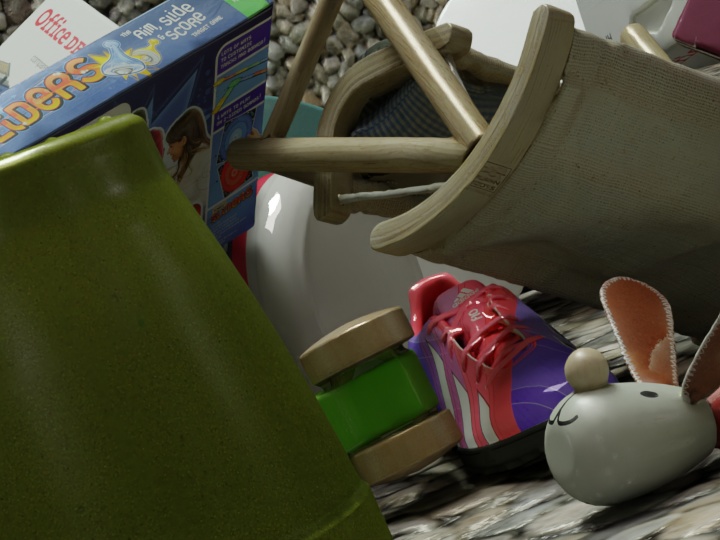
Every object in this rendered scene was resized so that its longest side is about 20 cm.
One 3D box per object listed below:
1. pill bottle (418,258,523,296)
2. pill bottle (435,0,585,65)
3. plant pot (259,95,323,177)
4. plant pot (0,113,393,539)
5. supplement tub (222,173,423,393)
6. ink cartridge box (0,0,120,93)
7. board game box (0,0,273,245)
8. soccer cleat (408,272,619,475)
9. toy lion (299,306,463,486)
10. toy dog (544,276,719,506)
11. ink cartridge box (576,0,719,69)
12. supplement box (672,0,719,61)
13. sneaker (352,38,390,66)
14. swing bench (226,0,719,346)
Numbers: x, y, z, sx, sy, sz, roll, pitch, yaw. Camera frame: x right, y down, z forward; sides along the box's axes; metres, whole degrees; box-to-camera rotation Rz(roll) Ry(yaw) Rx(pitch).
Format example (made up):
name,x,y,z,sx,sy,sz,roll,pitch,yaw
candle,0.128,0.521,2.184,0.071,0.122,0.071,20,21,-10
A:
name,x,y,z,sx,sy,sz,roll,pitch,yaw
pill bottle,0.000,0.000,1.529,0.120,0.120,0.200,-24,5,-39
pill bottle,0.107,-0.084,1.533,0.116,0.117,0.200,-20,-32,3
plant pot,-0.089,-0.041,1.773,0.141,0.142,0.200,-17,-21,28
plant pot,-0.104,0.054,0.917,0.200,0.193,0.200,-20,5,2
supplement tub,-0.077,0.034,1.339,0.200,0.141,0.140,-18,5,31
ink cartridge box,-0.171,-0.032,1.301,0.200,0.088,0.145,-45,29,-3
board game box,-0.122,-0.033,1.149,0.034,0.136,0.200,35,48,27
soccer cleat,0.058,0.040,1.117,0.068,0.073,0.200,-22,5,-9
toy lion,-0.064,0.091,1.131,0.200,0.069,0.192,-26,-2,-6
toy dog,0.152,0.007,0.957,0.132,0.097,0.200,-16,6,43
ink cartridge box,0.220,-0.168,1.302,0.200,0.085,0.145,-17,-9,-25
supplement box,0.243,-0.102,1.138,0.110,0.086,0.200,29,11,37
sneaker,0.033,-0.069,1.602,0.114,0.076,0.200,16,-34,-7
swing bench,0.084,-0.051,1.143,0.199,0.130,0.200,17,10,-34
